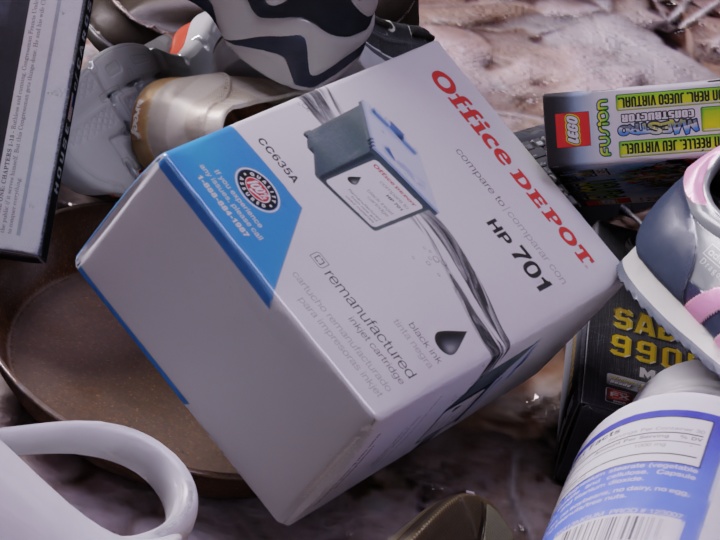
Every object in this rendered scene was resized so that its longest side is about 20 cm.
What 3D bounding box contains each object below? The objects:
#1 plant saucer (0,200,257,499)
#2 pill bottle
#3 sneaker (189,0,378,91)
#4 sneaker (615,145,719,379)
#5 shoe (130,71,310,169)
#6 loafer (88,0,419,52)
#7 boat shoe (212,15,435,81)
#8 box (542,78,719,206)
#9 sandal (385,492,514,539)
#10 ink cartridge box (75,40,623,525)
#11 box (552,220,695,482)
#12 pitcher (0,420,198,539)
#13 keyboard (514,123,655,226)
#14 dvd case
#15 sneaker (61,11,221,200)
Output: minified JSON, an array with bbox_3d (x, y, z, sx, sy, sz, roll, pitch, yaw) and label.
[{"bbox_3d":[-0.076,0.039,1.297,0.199,0.035,0.201,13,33,-8],"label":"plant saucer"},{"bbox_3d":[0.131,0.121,1.202,0.112,0.113,0.200,21,31,6],"label":"pill bottle"},{"bbox_3d":[-0.068,-0.183,1.315,0.199,0.130,0.079,37,41,11],"label":"sneaker"},{"bbox_3d":[0.191,0.020,1.218,0.070,0.082,0.200,9,26,-50],"label":"sneaker"},{"bbox_3d":[-0.022,-0.052,1.381,0.053,0.070,0.199,-7,-11,40],"label":"shoe"},{"bbox_3d":[-0.054,-0.144,1.537,0.199,0.072,0.073,-6,40,-32],"label":"loafer"},{"bbox_3d":[-0.015,-0.105,1.451,0.200,0.068,0.057,14,52,-59],"label":"boat shoe"},{"bbox_3d":[0.149,-0.059,1.378,0.109,0.035,0.200,-4,-4,9],"label":"box"},{"bbox_3d":[-0.008,0.150,1.140,0.200,0.054,0.081,-31,100,-47],"label":"sandal"},{"bbox_3d":[0.000,0.000,1.253,0.147,0.086,0.200,50,41,11],"label":"ink cartridge box"},{"bbox_3d":[0.195,0.061,1.375,0.199,0.049,0.159,16,34,-2],"label":"box"},{"bbox_3d":[-0.161,0.095,1.106,0.199,0.122,0.172,23,32,-8],"label":"pitcher"},{"bbox_3d":[0.130,-0.043,1.524,0.199,0.021,0.127,-19,47,-41],"label":"keyboard"},{"bbox_3d":[-0.225,-0.090,1.305,0.199,0.151,0.025,8,-10,5],"label":"dvd case"},{"bbox_3d":[-0.113,-0.068,1.404,0.200,0.082,0.077,-32,101,-63],"label":"sneaker"}]
